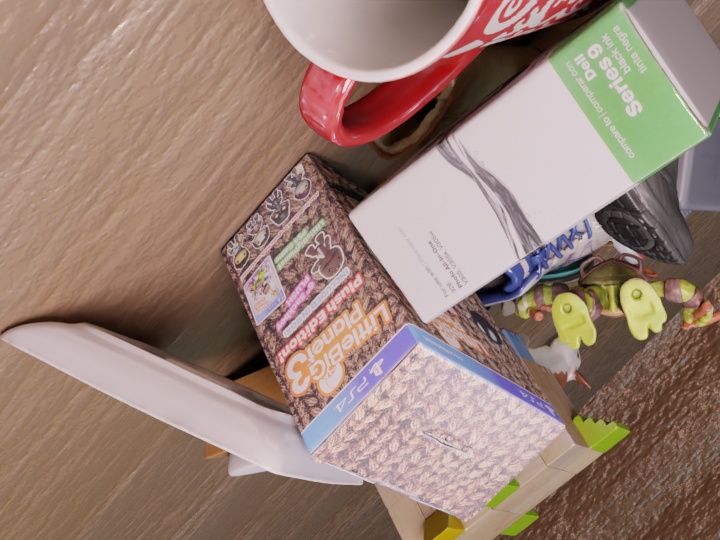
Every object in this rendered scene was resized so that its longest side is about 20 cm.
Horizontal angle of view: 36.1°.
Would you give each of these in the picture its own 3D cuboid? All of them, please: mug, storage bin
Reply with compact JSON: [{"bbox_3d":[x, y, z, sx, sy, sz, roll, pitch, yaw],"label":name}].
[{"bbox_3d":[0.042,-0.165,0.562,0.176,0.135,0.199,-30,176,39],"label":"mug"},{"bbox_3d":[0.246,-0.092,0.980,0.199,0.132,0.148,-4,102,-58],"label":"storage bin"}]

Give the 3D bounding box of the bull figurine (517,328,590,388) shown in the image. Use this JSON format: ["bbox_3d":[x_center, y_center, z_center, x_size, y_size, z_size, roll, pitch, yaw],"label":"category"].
[{"bbox_3d":[0.105,0.100,0.928,0.199,0.065,0.122,-35,138,-1],"label":"bull figurine"}]

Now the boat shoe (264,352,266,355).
[{"bbox_3d":[0.000,0.000,0.896,0.200,0.072,0.068,-44,-164,8],"label":"boat shoe"}]

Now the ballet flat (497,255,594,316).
[{"bbox_3d":[0.106,0.009,0.985,0.196,0.068,0.073,-3,133,-4],"label":"ballet flat"}]

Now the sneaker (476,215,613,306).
[{"bbox_3d":[0.139,-0.015,0.885,0.198,0.076,0.088,-29,-162,14],"label":"sneaker"}]

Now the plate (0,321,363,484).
[{"bbox_3d":[-0.102,0.083,0.715,0.033,0.197,0.200,-65,161,-5],"label":"plate"}]

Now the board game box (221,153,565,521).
[{"bbox_3d":[0.017,0.044,0.744,0.097,0.201,0.159,-46,134,15],"label":"board game box"}]

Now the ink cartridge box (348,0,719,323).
[{"bbox_3d":[0.106,-0.073,0.644,0.199,0.085,0.146,-36,-176,31],"label":"ink cartridge box"}]

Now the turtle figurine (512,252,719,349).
[{"bbox_3d":[0.210,0.019,0.873,0.161,0.196,0.066,-20,112,-73],"label":"turtle figurine"}]

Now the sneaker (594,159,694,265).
[{"bbox_3d":[0.205,-0.082,0.813,0.091,0.076,0.200,-49,127,-11],"label":"sneaker"}]

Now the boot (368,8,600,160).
[{"bbox_3d":[0.115,-0.151,0.796,0.199,0.066,0.176,-13,146,-52],"label":"boot"}]

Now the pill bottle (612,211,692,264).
[{"bbox_3d":[0.333,-0.115,1.211,0.200,0.116,0.116,-45,161,10],"label":"pill bottle"}]

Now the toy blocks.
[{"bbox_3d":[0.077,0.120,0.817,0.200,0.138,0.099,-42,146,19],"label":"toy blocks"}]

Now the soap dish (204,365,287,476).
[{"bbox_3d":[-0.032,0.119,1.001,0.155,0.083,0.199,-24,167,22],"label":"soap dish"}]

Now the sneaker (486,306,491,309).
[{"bbox_3d":[0.081,0.033,1.069,0.201,0.081,0.074,-55,-176,39],"label":"sneaker"}]
